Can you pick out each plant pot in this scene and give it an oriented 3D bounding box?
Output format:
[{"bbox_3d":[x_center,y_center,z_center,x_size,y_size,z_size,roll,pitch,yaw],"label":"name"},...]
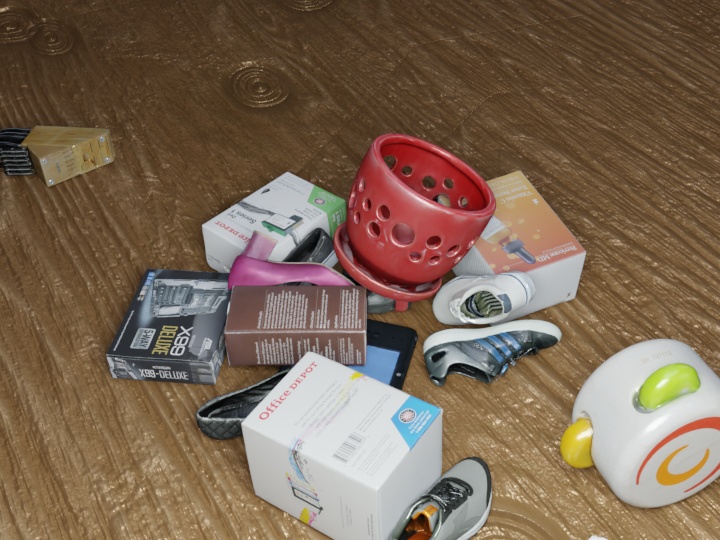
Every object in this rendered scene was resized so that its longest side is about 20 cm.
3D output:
[{"bbox_3d":[0.071,-0.069,1.426,0.199,0.183,0.201,19,32,-12],"label":"plant pot"}]

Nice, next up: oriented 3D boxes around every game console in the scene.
[{"bbox_3d":[-0.022,0.138,1.410,0.175,0.031,0.201,7,41,14],"label":"game console"}]

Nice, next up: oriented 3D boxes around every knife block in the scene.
[{"bbox_3d":[-0.594,-0.239,1.887,0.199,0.064,0.175,-27,45,-25],"label":"knife block"}]

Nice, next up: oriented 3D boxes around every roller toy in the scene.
[{"bbox_3d":[0.358,0.184,1.206,0.181,0.201,0.140,17,28,-33],"label":"roller toy"}]

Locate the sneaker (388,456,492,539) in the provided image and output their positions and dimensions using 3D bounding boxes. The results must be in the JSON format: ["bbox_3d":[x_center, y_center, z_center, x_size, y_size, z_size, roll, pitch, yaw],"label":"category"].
[{"bbox_3d":[0.099,0.291,1.177,0.073,0.080,0.200,20,44,29],"label":"sneaker"}]

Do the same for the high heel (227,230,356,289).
[{"bbox_3d":[-0.094,0.026,1.456,0.199,0.067,0.097,26,84,4],"label":"high heel"}]

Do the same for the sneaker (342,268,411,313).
[{"bbox_3d":[0.000,0.000,1.543,0.097,0.071,0.201,-17,42,-19],"label":"sneaker"}]

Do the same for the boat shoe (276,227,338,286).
[{"bbox_3d":[-0.115,0.010,1.513,0.200,0.067,0.070,-41,33,-17],"label":"boat shoe"}]

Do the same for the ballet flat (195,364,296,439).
[{"bbox_3d":[-0.124,0.173,1.320,0.199,0.057,0.067,-25,63,0],"label":"ballet flat"}]

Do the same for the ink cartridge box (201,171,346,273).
[{"bbox_3d":[-0.139,-0.062,1.619,0.145,0.085,0.200,27,48,33],"label":"ink cartridge box"}]

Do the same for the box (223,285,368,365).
[{"bbox_3d":[-0.089,0.079,1.408,0.198,0.075,0.101,2,40,1],"label":"box"}]

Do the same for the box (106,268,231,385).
[{"bbox_3d":[-0.272,0.081,1.483,0.156,0.050,0.201,3,40,8],"label":"box"}]

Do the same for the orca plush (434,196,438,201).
[{"bbox_3d":[0.138,-0.085,1.634,0.198,0.072,0.106,-4,39,0],"label":"orca plush"}]

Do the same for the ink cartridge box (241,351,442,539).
[{"bbox_3d":[-0.020,0.225,1.212,0.199,0.146,0.147,22,45,28],"label":"ink cartridge box"}]

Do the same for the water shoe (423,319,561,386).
[{"bbox_3d":[0.189,0.123,1.398,0.198,0.072,0.080,-7,63,0],"label":"water shoe"}]

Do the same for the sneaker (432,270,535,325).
[{"bbox_3d":[0.158,0.043,1.410,0.070,0.074,0.199,-25,1,-35],"label":"sneaker"}]

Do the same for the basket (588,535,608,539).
[{"bbox_3d":[0.275,0.401,0.939,0.199,0.199,0.161,19,48,25],"label":"basket"}]

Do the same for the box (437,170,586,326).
[{"bbox_3d":[0.225,-0.036,1.521,0.151,0.107,0.201,-18,50,-17],"label":"box"}]
